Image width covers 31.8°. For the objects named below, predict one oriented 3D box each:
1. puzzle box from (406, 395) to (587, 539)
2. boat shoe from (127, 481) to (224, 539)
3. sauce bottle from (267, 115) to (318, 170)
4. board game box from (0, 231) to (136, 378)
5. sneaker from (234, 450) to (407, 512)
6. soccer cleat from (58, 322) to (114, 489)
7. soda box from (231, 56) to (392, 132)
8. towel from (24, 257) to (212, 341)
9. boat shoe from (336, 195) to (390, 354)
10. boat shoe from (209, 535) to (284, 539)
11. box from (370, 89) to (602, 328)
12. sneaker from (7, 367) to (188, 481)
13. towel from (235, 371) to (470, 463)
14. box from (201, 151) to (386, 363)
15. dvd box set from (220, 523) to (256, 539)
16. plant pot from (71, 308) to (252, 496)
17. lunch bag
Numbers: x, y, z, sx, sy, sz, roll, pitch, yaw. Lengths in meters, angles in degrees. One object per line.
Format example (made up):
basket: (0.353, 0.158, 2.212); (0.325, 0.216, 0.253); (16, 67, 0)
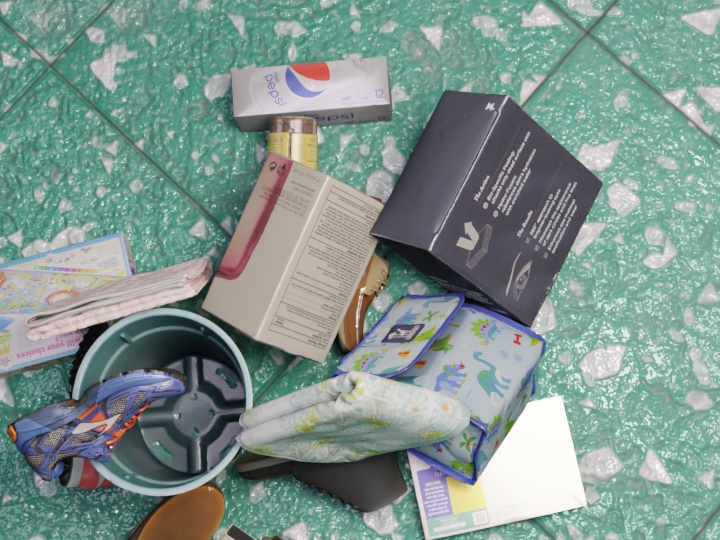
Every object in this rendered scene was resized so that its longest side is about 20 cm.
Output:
puzzle box: (0.158, 0.235, 1.508); (0.197, 0.025, 0.135); (-12, 79, 1)
boat shoe: (-0.237, 0.318, 1.481); (0.200, 0.070, 0.070); (-44, 101, 4)
sauce bottle: (-0.086, -0.087, 1.553); (0.064, 0.065, 0.203); (3, 93, 4)
board game box: (-0.373, 0.043, 1.572); (0.198, 0.034, 0.136); (-14, 79, 1)
sneaker: (-0.048, 0.243, 1.496); (0.198, 0.075, 0.107); (-14, 107, 18)
soccer cleat: (-0.313, 0.162, 1.525); (0.072, 0.068, 0.203); (11, 86, -30)
soda box: (-0.060, -0.220, 1.586); (0.197, 0.068, 0.064); (-4, 79, 3)
towel: (-0.274, 0.030, 1.457); (0.198, 0.191, 0.033); (-15, 96, 0)
boat shoe: (0.000, 0.000, 1.538); (0.073, 0.076, 0.203); (-1, 80, 0)
boat shoe: (-0.109, 0.347, 1.478); (0.197, 0.075, 0.074); (5, 80, 3)
box: (0.149, -0.073, 1.471); (0.117, 0.199, 0.198); (17, 76, 52)
sneaker: (-0.268, 0.159, 1.333); (0.198, 0.075, 0.079); (-24, 87, 7)
towel: (-0.010, 0.160, 1.329); (0.199, 0.170, 0.049); (-24, 62, 39)
box: (-0.073, -0.014, 1.456); (0.108, 0.127, 0.202); (25, 91, 41)
dvd box set: (-0.137, 0.405, 1.438); (0.145, 0.029, 0.201); (33, 110, 3)
plant pot: (-0.207, 0.158, 1.457); (0.197, 0.196, 0.203); (-1, 79, 4)
lunch bag: (0.089, 0.118, 1.459); (0.198, 0.128, 0.170); (24, 45, 21)
